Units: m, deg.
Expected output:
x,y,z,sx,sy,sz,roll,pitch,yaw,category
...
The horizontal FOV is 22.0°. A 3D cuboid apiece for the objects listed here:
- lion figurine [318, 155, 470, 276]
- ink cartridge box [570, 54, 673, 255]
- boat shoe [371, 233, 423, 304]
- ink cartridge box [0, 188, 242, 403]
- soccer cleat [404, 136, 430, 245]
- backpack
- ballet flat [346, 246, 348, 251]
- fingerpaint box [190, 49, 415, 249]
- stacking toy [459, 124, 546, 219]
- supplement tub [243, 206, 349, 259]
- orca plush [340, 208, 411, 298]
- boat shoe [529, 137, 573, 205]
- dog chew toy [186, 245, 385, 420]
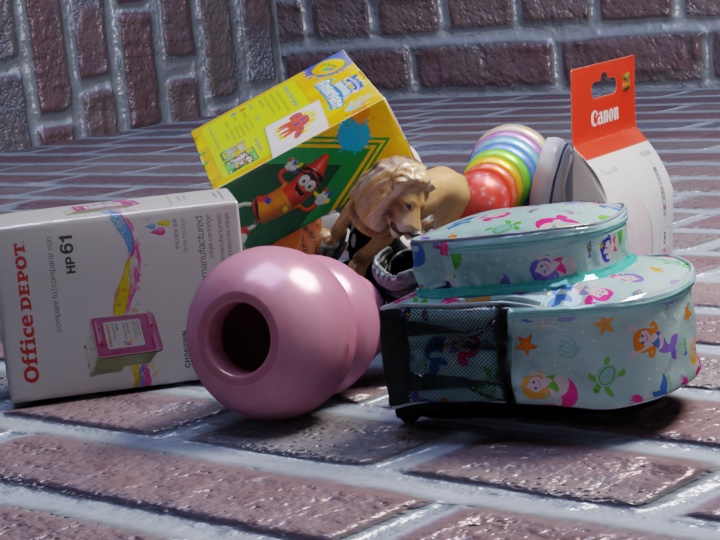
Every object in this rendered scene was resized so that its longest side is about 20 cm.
x,y,z,sx,sy,sz,roll,pitch,yaw,category
0.044,-0.057,1.555,0.123,0.073,0.200,-48,-11,28,lion figurine
0.243,-0.089,1.704,0.057,0.201,0.162,9,15,27,ink cartridge box
0.049,0.007,1.488,0.071,0.091,0.200,-25,17,1,boat shoe
-0.194,0.019,1.494,0.199,0.145,0.085,-7,11,-8,ink cartridge box
0.034,-0.042,1.779,0.069,0.087,0.200,-12,-33,-1,soccer cleat
0.131,0.031,1.263,0.199,0.152,0.177,5,12,27,backpack
0.027,-0.041,2.019,0.070,0.068,0.200,19,12,3,ballet flat
-0.054,-0.107,1.641,0.166,0.074,0.200,-29,21,-1,fingerpaint box
0.126,-0.077,1.718,0.085,0.086,0.200,-3,14,15,stacking toy
-0.075,-0.045,1.833,0.122,0.123,0.200,-5,5,6,supplement tub
0.000,0.000,1.730,0.071,0.105,0.200,-48,8,-10,orca plush
0.203,-0.063,1.748,0.066,0.074,0.200,15,-18,15,boat shoe
-0.043,0.042,1.370,0.124,0.125,0.200,-1,3,25,dog chew toy
